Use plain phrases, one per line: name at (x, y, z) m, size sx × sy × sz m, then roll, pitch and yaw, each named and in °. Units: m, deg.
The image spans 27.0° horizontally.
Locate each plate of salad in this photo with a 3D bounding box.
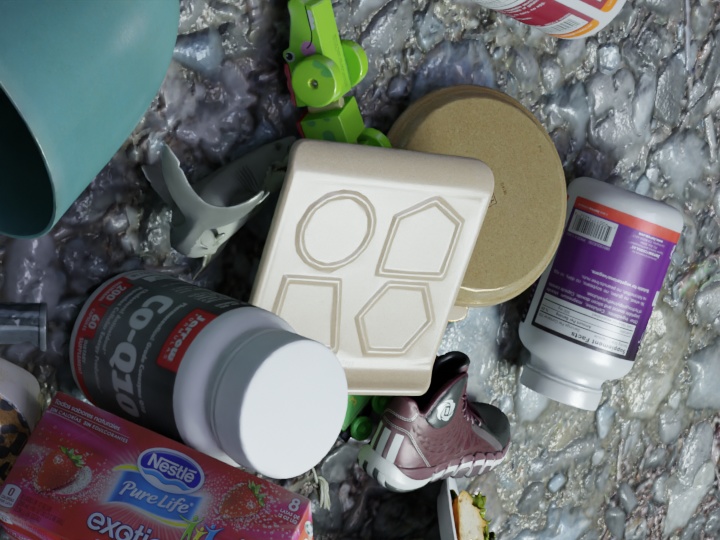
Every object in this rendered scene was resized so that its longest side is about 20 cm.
plate of salad at (0.105, 0.269, 1.350) m, size 0.048 × 0.200 × 0.201 m, roll -12°, pitch 120°, yaw 5°

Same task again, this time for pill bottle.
pill bottle at (-0.110, 0.073, 1.070) m, size 0.113 × 0.199 × 0.115 m, roll -13°, pitch 109°, yaw -40°
pill bottle at (0.216, 0.022, 1.387) m, size 0.112 × 0.112 × 0.201 m, roll 14°, pitch 98°, yaw -42°
pill bottle at (0.121, -0.264, 1.199) m, size 0.199 × 0.113 × 0.114 m, roll 14°, pitch 98°, yaw -42°

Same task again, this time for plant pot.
plant pot at (-0.208, -0.147, 0.924) m, size 0.161 × 0.200 × 0.201 m, roll -48°, pitch 131°, yaw -30°

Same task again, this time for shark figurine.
shark figurine at (-0.124, -0.051, 1.086) m, size 0.089 × 0.214 × 0.128 m, roll 42°, pitch 105°, yaw -1°

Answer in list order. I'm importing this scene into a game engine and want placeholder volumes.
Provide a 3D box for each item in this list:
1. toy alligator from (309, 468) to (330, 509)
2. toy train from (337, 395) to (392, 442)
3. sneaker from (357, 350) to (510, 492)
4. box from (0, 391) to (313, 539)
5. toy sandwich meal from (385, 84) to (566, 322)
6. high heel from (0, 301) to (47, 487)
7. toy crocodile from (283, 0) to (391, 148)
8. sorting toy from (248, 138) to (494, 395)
toy alligator at (-0.065, 0.115, 1.232) m, size 0.054 × 0.059 × 0.201 m, roll -6°, pitch 116°, yaw 5°
toy train at (0.033, 0.061, 1.301) m, size 0.056 × 0.042 × 0.200 m, roll 45°, pitch 76°, yaw -30°
sneaker at (0.086, 0.119, 1.309) m, size 0.200 × 0.075 × 0.116 m, roll -13°, pitch 128°, yaw -54°
box at (-0.138, 0.176, 1.028) m, size 0.100 × 0.199 × 0.096 m, roll 90°, pitch 24°, yaw -59°
toy sandwich meal at (0.084, -0.055, 1.268) m, size 0.204 × 0.070 × 0.207 m, roll 1°, pitch 88°, yaw -25°
high heel at (-0.294, 0.097, 1.047) m, size 0.141 × 0.072 × 0.201 m, roll 3°, pitch 125°, yaw -12°
toy crocodile at (-0.024, -0.118, 1.168) m, size 0.068 × 0.061 × 0.201 m, roll -52°, pitch 131°, yaw -55°
sorting toy at (0.000, 0.000, 1.166) m, size 0.184 × 0.036 × 0.201 m, roll 3°, pitch 111°, yaw -32°
